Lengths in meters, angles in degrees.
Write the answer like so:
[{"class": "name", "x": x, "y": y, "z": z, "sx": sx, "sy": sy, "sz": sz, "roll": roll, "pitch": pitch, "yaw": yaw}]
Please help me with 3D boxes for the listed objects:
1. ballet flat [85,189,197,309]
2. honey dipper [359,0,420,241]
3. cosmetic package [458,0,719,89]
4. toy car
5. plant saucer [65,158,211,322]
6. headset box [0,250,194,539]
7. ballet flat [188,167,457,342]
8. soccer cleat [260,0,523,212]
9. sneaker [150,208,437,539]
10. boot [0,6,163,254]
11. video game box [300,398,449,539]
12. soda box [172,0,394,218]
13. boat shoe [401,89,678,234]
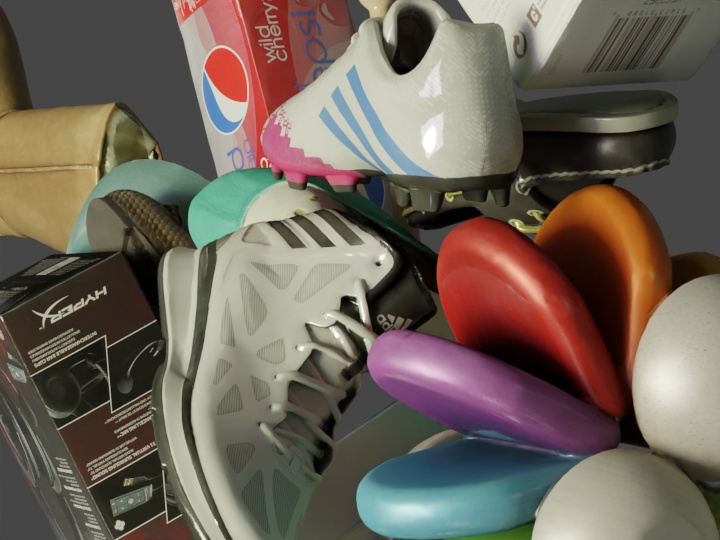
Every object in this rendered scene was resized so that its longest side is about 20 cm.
[{"class": "ballet flat", "x": -0.076, "y": 0.018, "z": 1.245, "sx": 0.200, "sy": 0.046, "sz": 0.068, "roll": 44, "pitch": 136, "yaw": 43}, {"class": "honey dipper", "x": 0.021, "y": -0.053, "z": 1.211, "sx": 0.038, "sy": 0.038, "sz": 0.201, "roll": -18, "pitch": 74, "yaw": 55}, {"class": "cosmetic package", "x": 0.073, "y": -0.171, "z": 1.062, "sx": 0.200, "sy": 0.101, "sz": 0.074, "roll": 59, "pitch": 137, "yaw": 30}, {"class": "toy car", "x": 0.073, "y": 0.056, "z": 1.007, "sx": 0.200, "sy": 0.150, "sz": 0.175, "roll": -58, "pitch": 27, "yaw": -15}, {"class": "plant saucer", "x": -0.108, "y": 0.039, "z": 1.365, "sx": 0.199, "sy": 0.036, "sz": 0.201, "roll": 22, "pitch": 123, "yaw": 39}, {"class": "headset box", "x": -0.130, "y": 0.094, "z": 1.291, "sx": 0.201, "sy": 0.077, "sz": 0.149, "roll": 66, "pitch": 161, "yaw": -10}, {"class": "ballet flat", "x": 0.000, "y": 0.000, "z": 1.152, "sx": 0.199, "sy": 0.070, "sz": 0.068, "roll": 29, "pitch": 84, "yaw": 17}, {"class": "soccer cleat", "x": 0.015, "y": -0.076, "z": 1.066, "sx": 0.200, "sy": 0.070, "sz": 0.087, "roll": -167, "pitch": 75, "yaw": -64}, {"class": "sneaker", "x": -0.023, "y": 0.043, "z": 1.044, "sx": 0.115, "sy": 0.076, "sz": 0.201, "roll": -24, "pitch": 42, "yaw": 14}, {"class": "boot", "x": -0.190, "y": -0.093, "z": 1.489, "sx": 0.200, "sy": 0.066, "sz": 0.176, "roll": 7, "pitch": 113, "yaw": 55}, {"class": "video game box", "x": -0.032, "y": 0.145, "z": 1.173, "sx": 0.047, "sy": 0.200, "sz": 0.183, "roll": 44, "pitch": 132, "yaw": 15}, {"class": "soda box", "x": -0.033, "y": -0.066, "z": 1.254, "sx": 0.063, "sy": 0.070, "sz": 0.201, "roll": -30, "pitch": 71, "yaw": 55}, {"class": "boat shoe", "x": 0.078, "y": -0.047, "z": 1.103, "sx": 0.201, "sy": 0.071, "sz": 0.061, "roll": 4, "pitch": 102, "yaw": 62}]
